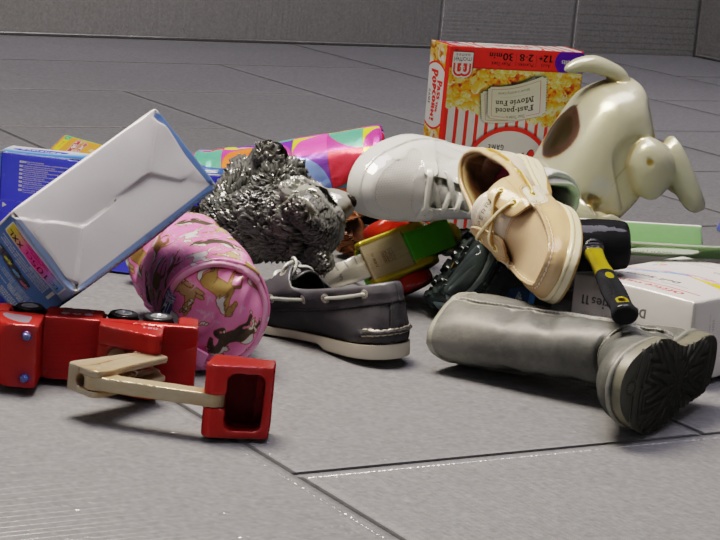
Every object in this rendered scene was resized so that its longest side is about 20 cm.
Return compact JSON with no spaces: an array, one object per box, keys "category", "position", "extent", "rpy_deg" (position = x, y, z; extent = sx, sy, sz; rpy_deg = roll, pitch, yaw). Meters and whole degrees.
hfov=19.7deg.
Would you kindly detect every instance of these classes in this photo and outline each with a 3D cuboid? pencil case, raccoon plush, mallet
[{"category":"pencil case","position":[-0.123,0.013,1.557],"extent":[0.086,0.083,0.200],"rpy_deg":[-10,15,-10]},{"category":"raccoon plush","position":[-0.094,-0.016,1.695],"extent":[0.097,0.200,0.134],"rpy_deg":[47,12,-24]},{"category":"pencil case","position":[-0.063,-0.088,1.986],"extent":[0.198,0.089,0.088],"rpy_deg":[-6,11,4]},{"category":"mallet","position":[0.172,0.002,1.547],"extent":[0.065,0.041,0.200],"rpy_deg":[1,17,5]}]

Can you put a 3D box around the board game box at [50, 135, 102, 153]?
[{"category":"board game box","position":[-0.204,-0.069,1.896],"extent":[0.199,0.096,0.030],"rpy_deg":[13,53,49]}]

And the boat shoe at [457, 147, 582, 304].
[{"category":"boat shoe","position":[0.116,-0.038,1.594],"extent":[0.069,0.074,0.200],"rpy_deg":[18,20,-18]}]

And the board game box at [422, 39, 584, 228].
[{"category":"board game box","position":[0.135,-0.121,2.032],"extent":[0.150,0.202,0.046],"rpy_deg":[-1,13,-24]}]

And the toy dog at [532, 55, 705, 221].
[{"category":"toy dog","position":[0.200,-0.084,1.963],"extent":[0.199,0.195,0.140],"rpy_deg":[-31,37,-9]}]

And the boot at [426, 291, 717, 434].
[{"category":"boot","position":[0.139,0.057,1.496],"extent":[0.199,0.073,0.182],"rpy_deg":[16,8,26]}]

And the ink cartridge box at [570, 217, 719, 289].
[{"category":"ink cartridge box","position":[0.234,-0.022,1.803],"extent":[0.144,0.048,0.200],"rpy_deg":[3,-14,-16]}]

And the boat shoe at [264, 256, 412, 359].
[{"category":"boat shoe","position":[-0.037,0.020,1.610],"extent":[0.072,0.063,0.199],"rpy_deg":[-10,18,-44]}]

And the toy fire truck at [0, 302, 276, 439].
[{"category":"toy fire truck","position":[-0.157,0.065,1.375],"extent":[0.198,0.049,0.141],"rpy_deg":[5,11,-4]}]

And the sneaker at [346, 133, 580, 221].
[{"category":"sneaker","position":[0.094,-0.068,1.722],"extent":[0.199,0.074,0.115],"rpy_deg":[-6,18,-40]}]

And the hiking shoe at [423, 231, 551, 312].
[{"category":"hiking shoe","position":[0.106,0.021,1.708],"extent":[0.086,0.075,0.200],"rpy_deg":[35,3,-3]}]

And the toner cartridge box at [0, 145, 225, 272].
[{"category":"toner cartridge box","position":[-0.214,-0.050,1.793],"extent":[0.198,0.096,0.043],"rpy_deg":[7,11,6]}]

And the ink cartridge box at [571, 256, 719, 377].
[{"category":"ink cartridge box","position":[0.244,0.039,1.636],"extent":[0.117,0.068,0.199],"rpy_deg":[14,15,39]}]

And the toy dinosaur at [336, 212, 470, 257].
[{"category":"toy dinosaur","position":[0.028,-0.035,1.899],"extent":[0.135,0.103,0.200],"rpy_deg":[-16,16,26]}]

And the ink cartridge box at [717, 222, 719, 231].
[{"category":"ink cartridge box","position":[0.406,-0.028,1.817],"extent":[0.136,0.077,0.200],"rpy_deg":[38,16,28]}]

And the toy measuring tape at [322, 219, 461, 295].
[{"category":"toy measuring tape","position":[0.000,0.000,1.756],"extent":[0.199,0.074,0.073],"rpy_deg":[-21,23,-28]}]

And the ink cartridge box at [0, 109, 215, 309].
[{"category":"ink cartridge box","position":[-0.203,-0.031,1.512],"extent":[0.136,0.077,0.200],"rpy_deg":[-38,6,-23]}]
